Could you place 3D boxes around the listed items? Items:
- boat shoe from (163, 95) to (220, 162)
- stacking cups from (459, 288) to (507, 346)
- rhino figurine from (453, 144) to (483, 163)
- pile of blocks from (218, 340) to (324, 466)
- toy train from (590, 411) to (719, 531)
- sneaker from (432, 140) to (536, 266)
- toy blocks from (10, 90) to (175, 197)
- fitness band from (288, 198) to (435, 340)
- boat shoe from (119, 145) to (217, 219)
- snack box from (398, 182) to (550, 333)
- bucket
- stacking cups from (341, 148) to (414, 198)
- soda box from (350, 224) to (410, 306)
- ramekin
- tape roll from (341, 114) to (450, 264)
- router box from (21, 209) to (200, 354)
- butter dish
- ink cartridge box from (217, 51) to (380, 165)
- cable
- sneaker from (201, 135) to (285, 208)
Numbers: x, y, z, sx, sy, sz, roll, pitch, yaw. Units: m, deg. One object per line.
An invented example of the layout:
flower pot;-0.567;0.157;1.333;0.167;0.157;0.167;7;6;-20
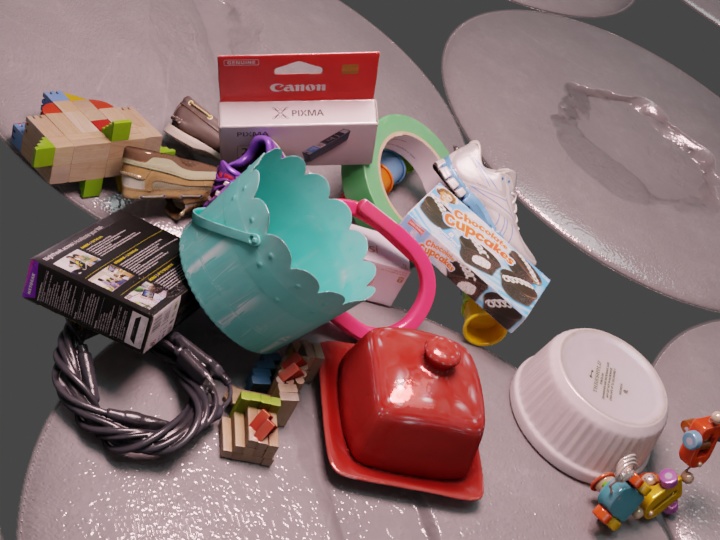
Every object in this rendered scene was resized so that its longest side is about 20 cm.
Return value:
boat shoe;-0.162;-0.160;1.577;0.199;0.060;0.072;29;-3;3
stacking cups;0.161;0.009;1.613;0.060;0.061;0.201;17;40;-16
rhino figurine;0.163;-0.122;1.762;0.086;0.060;0.201;12;39;-14
pile of blocks;-0.098;0.126;1.319;0.082;0.062;0.201;29;38;-1
toy train;0.349;0.232;1.429;0.198;0.152;0.056;-10;36;-34
sneaker;0.190;-0.090;1.625;0.201;0.086;0.075;52;2;-12
toy blocks;-0.347;-0.171;1.477;0.199;0.101;0.137;-13;43;-42
fitness band;0.000;0.000;1.462;0.199;0.037;0.144;39;81;-13
boat shoe;-0.224;-0.101;1.490;0.071;0.077;0.199;14;3;41
snack box;0.148;-0.019;1.550;0.200;0.037;0.116;41;34;3
bucket;-0.094;-0.017;1.323;0.207;0.134;0.208;45;25;-28
stacking cups;0.032;-0.135;1.695;0.060;0.061;0.200;34;44;6
soda box;-0.039;-0.021;1.513;0.198;0.068;0.064;16;40;-17
ramekin;0.296;0.163;1.506;0.200;0.095;0.204;18;40;-16
tape roll;0.061;-0.111;1.625;0.199;0.048;0.203;20;59;-38
router box;-0.252;0.007;1.308;0.148;0.052;0.200;25;23;9
butter dish;0.066;0.134;1.347;0.197;0.148;0.201;14;40;-20
ink cartridge box;-0.077;-0.194;1.467;0.197;0.177;0.045;-2;61;-6
cable;-0.244;0.115;1.257;0.199;0.051;0.163;36;46;12
sneaker;-0.166;-0.085;1.443;0.080;0.084;0.201;19;63;33
